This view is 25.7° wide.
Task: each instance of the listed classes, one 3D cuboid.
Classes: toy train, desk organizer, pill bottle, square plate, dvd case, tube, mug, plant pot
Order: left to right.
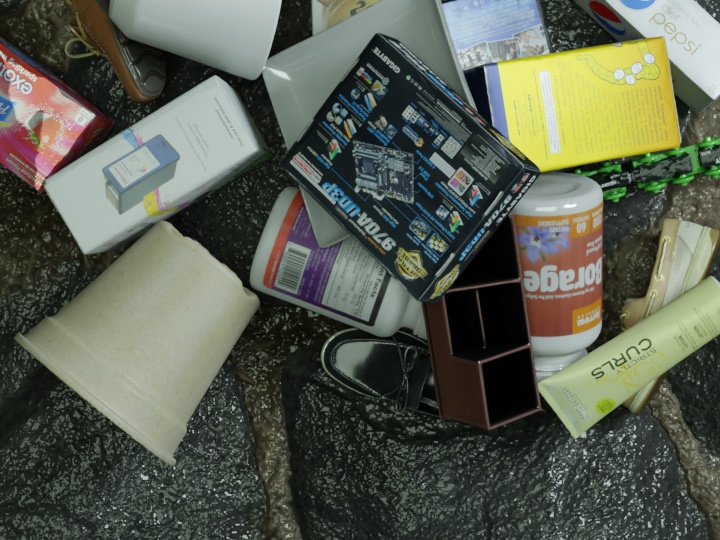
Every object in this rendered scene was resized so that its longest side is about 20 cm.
[{"bbox_3d":[-0.206,0.059,1.558,0.200,0.200,0.184,38,82,3],"label":"plant pot"},{"bbox_3d":[-0.166,-0.280,1.554,0.153,0.187,0.150,9,111,-14],"label":"mug"},{"bbox_3d":[0.000,0.000,1.569,0.199,0.111,0.112,21,92,3],"label":"pill bottle"},{"bbox_3d":[0.017,-0.147,1.497,0.200,0.028,0.199,-23,78,25],"label":"square plate"},{"bbox_3d":[0.110,0.044,1.490,0.072,0.077,0.201,-17,104,-30],"label":"desk organizer"},{"bbox_3d":[0.136,-0.178,1.563,0.142,0.018,0.201,-19,98,-23],"label":"dvd case"},{"bbox_3d":[0.181,0.012,1.540,0.112,0.112,0.201,-2,109,4],"label":"pill bottle"},{"bbox_3d":[0.270,0.082,1.515,0.200,0.052,0.058,-34,74,7],"label":"tube"},{"bbox_3d":[0.298,-0.102,1.574,0.199,0.056,0.042,-14,97,5],"label":"toy train"}]

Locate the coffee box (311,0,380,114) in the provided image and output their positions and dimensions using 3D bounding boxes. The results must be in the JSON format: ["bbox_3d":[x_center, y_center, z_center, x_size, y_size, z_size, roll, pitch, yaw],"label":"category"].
[{"bbox_3d":[0.009,-0.234,1.580,0.113,0.080,0.201,-2,91,4],"label":"coffee box"}]

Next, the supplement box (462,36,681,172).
[{"bbox_3d":[0.190,-0.154,1.515,0.199,0.109,0.110,-11,95,-22],"label":"supplement box"}]

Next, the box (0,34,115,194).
[{"bbox_3d":[-0.362,-0.173,1.599,0.200,0.095,0.100,37,94,3],"label":"box"}]

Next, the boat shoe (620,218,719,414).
[{"bbox_3d":[0.295,0.044,1.575,0.066,0.074,0.201,23,91,16],"label":"boat shoe"}]

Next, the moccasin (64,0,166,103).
[{"bbox_3d":[-0.264,-0.256,1.603,0.078,0.074,0.202,-37,85,36],"label":"moccasin"}]

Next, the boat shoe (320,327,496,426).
[{"bbox_3d":[0.055,0.108,1.592,0.199,0.062,0.075,20,94,5],"label":"boat shoe"}]

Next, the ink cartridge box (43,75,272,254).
[{"bbox_3d":[-0.198,-0.101,1.564,0.200,0.145,0.088,-29,90,3],"label":"ink cartridge box"}]

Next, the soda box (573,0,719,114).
[{"bbox_3d":[0.290,-0.250,1.563,0.200,0.068,0.064,43,84,2],"label":"soda box"}]

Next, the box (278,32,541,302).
[{"bbox_3d":[0.042,-0.094,1.440,0.200,0.046,0.159,44,108,22],"label":"box"}]
